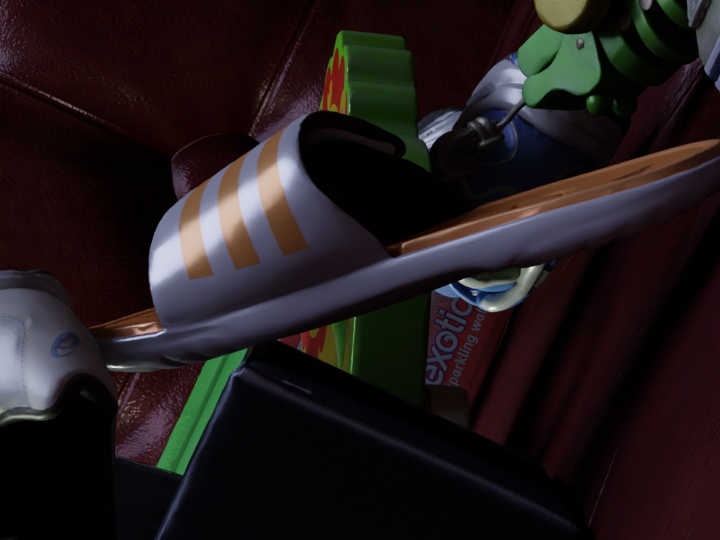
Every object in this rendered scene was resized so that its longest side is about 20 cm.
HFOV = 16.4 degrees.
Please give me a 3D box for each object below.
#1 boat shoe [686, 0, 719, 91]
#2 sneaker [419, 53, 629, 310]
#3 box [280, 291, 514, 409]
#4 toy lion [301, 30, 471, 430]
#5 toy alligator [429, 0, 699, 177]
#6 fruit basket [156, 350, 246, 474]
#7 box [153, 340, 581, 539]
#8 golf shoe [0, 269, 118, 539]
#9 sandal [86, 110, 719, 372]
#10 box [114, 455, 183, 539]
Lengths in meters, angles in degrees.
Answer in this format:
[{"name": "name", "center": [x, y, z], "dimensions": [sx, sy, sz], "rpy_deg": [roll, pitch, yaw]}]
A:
[{"name": "boat shoe", "center": [0.110, -0.114, 0.690], "dimensions": [0.200, 0.062, 0.072], "rpy_deg": [-68, 3, -50]}, {"name": "sneaker", "center": [0.047, -0.023, 1.039], "dimensions": [0.077, 0.075, 0.200], "rpy_deg": [-62, -1, -19]}, {"name": "box", "center": [0.005, 0.049, 1.224], "dimensions": [0.095, 0.102, 0.201], "rpy_deg": [117, 176, -66]}, {"name": "toy lion", "center": [0.000, 0.000, 0.946], "dimensions": [0.200, 0.068, 0.193], "rpy_deg": [132, 143, -79]}, {"name": "toy alligator", "center": [0.092, -0.082, 0.875], "dimensions": [0.200, 0.059, 0.054], "rpy_deg": [-51, 52, 36]}, {"name": "fruit basket", "center": [-0.058, 0.149, 1.476], "dimensions": [0.216, 0.155, 0.216], "rpy_deg": [-49, 16, 20]}, {"name": "box", "center": [-0.027, 0.133, 0.734], "dimensions": [0.148, 0.107, 0.201], "rpy_deg": [-77, 11, -87]}, {"name": "golf shoe", "center": [-0.109, 0.101, 0.707], "dimensions": [0.097, 0.078, 0.201], "rpy_deg": [29, 117, 55]}, {"name": "sandal", "center": [0.008, -0.022, 0.722], "dimensions": [0.079, 0.206, 0.059], "rpy_deg": [-25, -83, -68]}, {"name": "box", "center": [-0.038, 0.106, 0.909], "dimensions": [0.200, 0.142, 0.036], "rpy_deg": [117, 169, -81]}]
